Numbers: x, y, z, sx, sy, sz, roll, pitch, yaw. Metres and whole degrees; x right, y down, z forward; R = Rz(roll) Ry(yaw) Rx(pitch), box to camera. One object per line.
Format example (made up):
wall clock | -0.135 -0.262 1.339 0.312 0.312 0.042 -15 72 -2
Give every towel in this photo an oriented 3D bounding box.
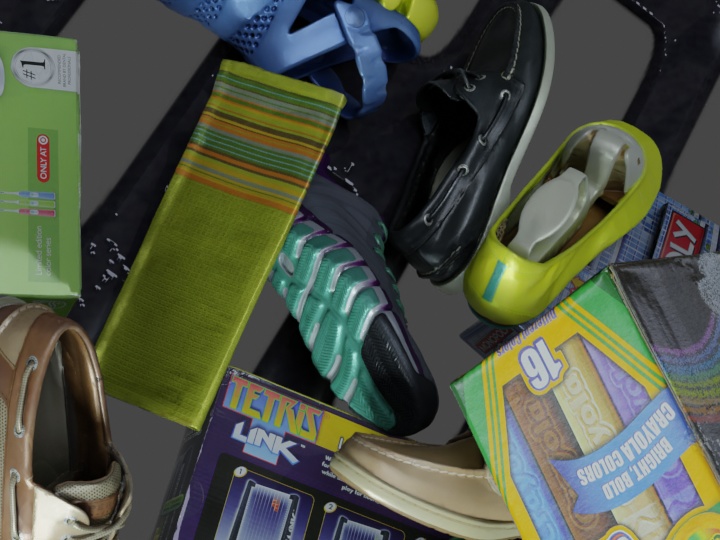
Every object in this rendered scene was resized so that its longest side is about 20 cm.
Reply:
towel | -0.081 -0.018 0.879 0.085 0.018 0.202 16 76 31

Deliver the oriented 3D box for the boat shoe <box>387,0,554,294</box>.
boat shoe | 0.062 -0.088 0.984 0.066 0.074 0.201 27 72 -24

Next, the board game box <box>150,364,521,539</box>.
board game box | -0.016 0.166 0.870 0.198 0.057 0.167 24 63 -14

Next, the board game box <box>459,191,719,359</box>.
board game box | 0.171 0.035 0.992 0.199 0.062 0.201 28 63 -12

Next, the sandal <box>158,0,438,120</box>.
sandal | -0.048 -0.150 0.960 0.198 0.079 0.088 15 70 -15

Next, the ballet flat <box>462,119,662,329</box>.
ballet flat | 0.128 -0.043 0.945 0.066 0.067 0.200 30 51 19

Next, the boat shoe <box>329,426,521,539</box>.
boat shoe | 0.077 0.104 0.853 0.198 0.071 0.065 14 97 -28

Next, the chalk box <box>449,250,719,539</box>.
chalk box | 0.157 0.107 0.771 0.124 0.124 0.202 -6 66 -44

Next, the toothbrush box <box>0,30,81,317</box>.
toothbrush box | -0.249 -0.047 0.832 0.198 0.086 0.147 3 71 -23

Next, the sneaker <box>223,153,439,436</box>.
sneaker | 0.000 0.000 0.905 0.087 0.075 0.201 -17 59 -36

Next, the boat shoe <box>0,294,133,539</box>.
boat shoe | -0.150 0.113 0.788 0.076 0.071 0.202 -28 113 -50

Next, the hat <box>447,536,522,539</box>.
hat | 0.145 0.195 0.790 0.200 0.176 0.166 43 48 -14
